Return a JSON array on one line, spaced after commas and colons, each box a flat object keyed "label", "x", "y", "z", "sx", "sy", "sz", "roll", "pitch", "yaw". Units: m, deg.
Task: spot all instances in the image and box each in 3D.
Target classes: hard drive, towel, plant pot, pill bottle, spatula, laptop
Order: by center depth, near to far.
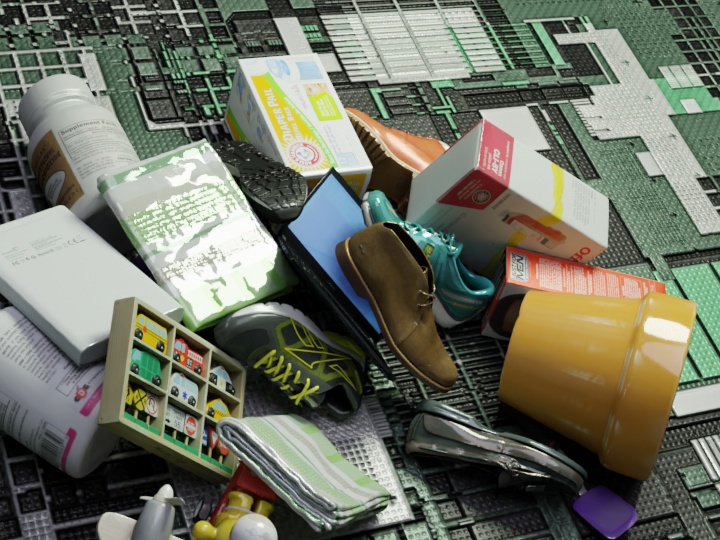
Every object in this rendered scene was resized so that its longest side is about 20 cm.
[{"label": "towel", "x": -0.050, "y": 0.189, "z": 1.381, "sx": 0.149, "sy": 0.031, "sz": 0.200, "roll": 41, "pitch": 9, "yaw": 15}, {"label": "pill bottle", "x": -0.328, "y": 0.107, "z": 1.391, "sx": 0.199, "sy": 0.114, "sz": 0.114, "roll": 31, "pitch": 48, "yaw": 8}, {"label": "hard drive", "x": -0.292, "y": 0.011, "z": 1.417, "sx": 0.199, "sy": 0.027, "sz": 0.131, "roll": 38, "pitch": 40, "yaw": 27}, {"label": "towel", "x": -0.174, "y": -0.037, "z": 1.492, "sx": 0.148, "sy": 0.031, "sz": 0.201, "roll": -23, "pitch": 71, "yaw": -33}, {"label": "plant pot", "x": 0.254, "y": 0.107, "z": 1.543, "sx": 0.181, "sy": 0.202, "sz": 0.201, "roll": 17, "pitch": 47, "yaw": 11}, {"label": "laptop", "x": 0.000, "y": 0.000, "z": 1.545, "sx": 0.178, "sy": 0.103, "sz": 0.200, "roll": 49, "pitch": 2, "yaw": -16}, {"label": "spatula", "x": 0.225, "y": 0.213, "z": 1.549, "sx": 0.056, "sy": 0.021, "sz": 0.200, "roll": -25, "pitch": 62, "yaw": -32}, {"label": "pill bottle", "x": -0.313, "y": -0.122, "z": 1.589, "sx": 0.113, "sy": 0.115, "sz": 0.201, "roll": -15, "pitch": 57, "yaw": -28}]

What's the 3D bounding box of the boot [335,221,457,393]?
[{"label": "boot", "x": 0.056, "y": 0.039, "z": 1.506, "sx": 0.201, "sy": 0.075, "sz": 0.074, "roll": 56, "pitch": 21, "yaw": -8}]

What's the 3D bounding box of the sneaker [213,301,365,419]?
[{"label": "sneaker", "x": -0.066, "y": 0.097, "z": 1.477, "sx": 0.198, "sy": 0.074, "sz": 0.085, "roll": 21, "pitch": 44, "yaw": -36}]

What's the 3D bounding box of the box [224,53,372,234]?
[{"label": "box", "x": -0.078, "y": -0.155, "z": 1.704, "sx": 0.111, "sy": 0.102, "sz": 0.201, "roll": -9, "pitch": 54, "yaw": -25}]

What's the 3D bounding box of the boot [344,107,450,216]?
[{"label": "boot", "x": 0.048, "y": -0.145, "z": 1.765, "sx": 0.199, "sy": 0.075, "sz": 0.107, "roll": 39, "pitch": 46, "yaw": 4}]

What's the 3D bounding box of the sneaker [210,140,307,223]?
[{"label": "sneaker", "x": -0.116, "y": -0.078, "z": 1.602, "sx": 0.075, "sy": 0.089, "sz": 0.200, "roll": -9, "pitch": 26, "yaw": -25}]

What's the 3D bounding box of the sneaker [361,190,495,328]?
[{"label": "sneaker", "x": 0.075, "y": -0.024, "z": 1.602, "sx": 0.200, "sy": 0.079, "sz": 0.078, "roll": 45, "pitch": 29, "yaw": -23}]

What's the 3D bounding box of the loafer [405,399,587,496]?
[{"label": "loafer", "x": 0.142, "y": 0.206, "z": 1.508, "sx": 0.198, "sy": 0.072, "sz": 0.063, "roll": 22, "pitch": 67, "yaw": 10}]

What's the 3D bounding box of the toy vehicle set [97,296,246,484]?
[{"label": "toy vehicle set", "x": -0.180, "y": 0.121, "z": 1.376, "sx": 0.026, "sy": 0.200, "sz": 0.126, "roll": -10, "pitch": 62, "yaw": 26}]

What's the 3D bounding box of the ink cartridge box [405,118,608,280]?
[{"label": "ink cartridge box", "x": 0.174, "y": -0.065, "z": 1.645, "sx": 0.199, "sy": 0.145, "sz": 0.084, "roll": 28, "pitch": 47, "yaw": -21}]

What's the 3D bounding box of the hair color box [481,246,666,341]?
[{"label": "hair color box", "x": 0.249, "y": 0.045, "z": 1.646, "sx": 0.197, "sy": 0.102, "sz": 0.062, "roll": 13, "pitch": 47, "yaw": -7}]

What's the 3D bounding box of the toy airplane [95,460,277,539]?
[{"label": "toy airplane", "x": -0.121, "y": 0.277, "z": 1.295, "sx": 0.198, "sy": 0.141, "sz": 0.201, "roll": -16, "pitch": 66, "yaw": -37}]

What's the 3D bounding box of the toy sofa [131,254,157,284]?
[{"label": "toy sofa", "x": -0.217, "y": 0.007, "z": 1.524, "sx": 0.082, "sy": 0.098, "sz": 0.200, "roll": 33, "pitch": 49, "yaw": 10}]
